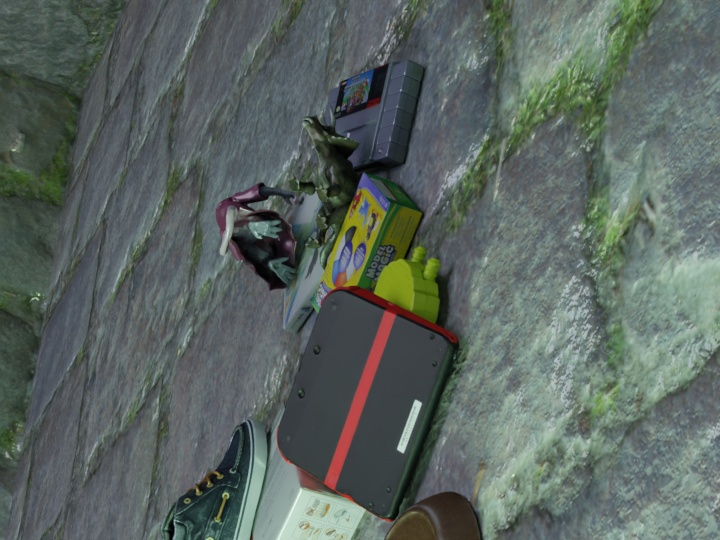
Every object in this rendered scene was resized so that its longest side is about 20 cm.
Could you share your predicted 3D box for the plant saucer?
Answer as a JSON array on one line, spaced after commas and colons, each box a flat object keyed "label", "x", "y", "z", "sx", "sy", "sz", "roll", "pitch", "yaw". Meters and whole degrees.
[{"label": "plant saucer", "x": 0.050, "y": 0.300, "z": 1.395, "sx": 0.200, "sy": 0.034, "sz": 0.202, "roll": -51, "pitch": 31, "yaw": 46}]

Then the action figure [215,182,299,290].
[{"label": "action figure", "x": -0.158, "y": -0.049, "z": 2.022, "sx": 0.200, "sy": 0.148, "sz": 0.135, "roll": 40, "pitch": 119, "yaw": 54}]

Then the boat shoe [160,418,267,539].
[{"label": "boat shoe", "x": -0.163, "y": 0.250, "z": 1.676, "sx": 0.071, "sy": 0.090, "sz": 0.202, "roll": 136, "pitch": 148, "yaw": -56}]

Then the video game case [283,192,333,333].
[{"label": "video game case", "x": -0.056, "y": -0.049, "z": 1.971, "sx": 0.183, "sy": 0.022, "sz": 0.201, "roll": 126, "pitch": 153, "yaw": -43}]

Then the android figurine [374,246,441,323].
[{"label": "android figurine", "x": 0.037, "y": 0.074, "z": 1.597, "sx": 0.182, "sy": 0.041, "sz": 0.202, "roll": -139, "pitch": 67, "yaw": -69}]

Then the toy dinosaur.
[{"label": "toy dinosaur", "x": -0.027, "y": -0.086, "z": 1.801, "sx": 0.077, "sy": 0.102, "sz": 0.201, "roll": 4, "pitch": 118, "yaw": 44}]

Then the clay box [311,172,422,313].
[{"label": "clay box", "x": 0.000, "y": 0.000, "z": 1.743, "sx": 0.201, "sy": 0.047, "sz": 0.115, "roll": -67, "pitch": 22, "yaw": 14}]

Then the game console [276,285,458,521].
[{"label": "game console", "x": 0.004, "y": 0.130, "z": 1.536, "sx": 0.176, "sy": 0.031, "sz": 0.202, "roll": 25, "pitch": 99, "yaw": 36}]

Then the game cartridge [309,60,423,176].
[{"label": "game cartridge", "x": 0.004, "y": -0.184, "z": 1.869, "sx": 0.200, "sy": 0.038, "sz": 0.131, "roll": -9, "pitch": 69, "yaw": 60}]

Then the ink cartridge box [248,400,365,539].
[{"label": "ink cartridge box", "x": -0.078, "y": 0.276, "z": 1.681, "sx": 0.176, "sy": 0.083, "sz": 0.201, "roll": -107, "pitch": 39, "yaw": -60}]
